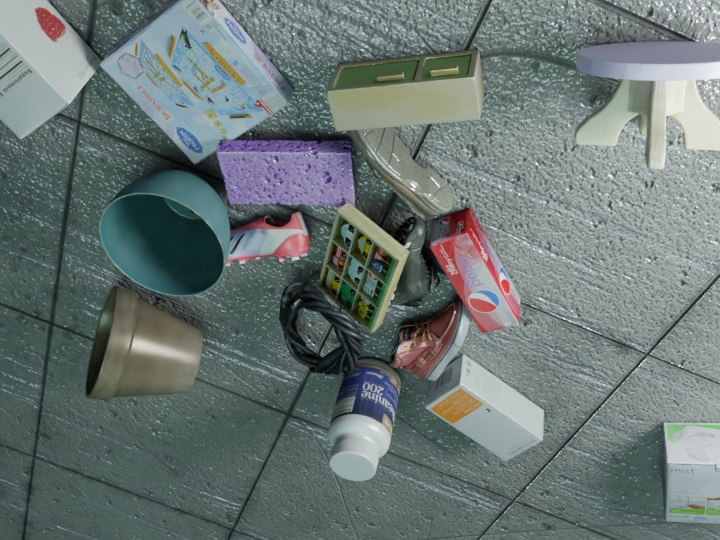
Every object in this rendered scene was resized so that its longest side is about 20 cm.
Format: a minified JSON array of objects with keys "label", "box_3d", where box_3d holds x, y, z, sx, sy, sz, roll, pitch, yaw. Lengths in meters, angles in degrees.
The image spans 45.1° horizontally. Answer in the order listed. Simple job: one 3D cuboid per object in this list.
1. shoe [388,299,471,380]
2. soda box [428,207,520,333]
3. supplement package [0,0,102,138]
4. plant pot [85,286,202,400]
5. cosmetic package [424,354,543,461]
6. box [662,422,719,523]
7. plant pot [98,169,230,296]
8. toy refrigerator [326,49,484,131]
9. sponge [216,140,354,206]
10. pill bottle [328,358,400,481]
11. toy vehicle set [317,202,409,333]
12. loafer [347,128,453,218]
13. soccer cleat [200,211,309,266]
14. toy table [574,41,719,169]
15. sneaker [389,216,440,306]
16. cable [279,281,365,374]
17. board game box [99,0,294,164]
[{"label":"shoe","box_3d":[0.114,0.112,1.459,0.090,0.072,0.201,16,138,-8]},{"label":"soda box","box_3d":[0.181,0.003,1.352,0.069,0.064,0.201,-17,125,27]},{"label":"supplement package","box_3d":[-0.485,-0.311,1.202,0.119,0.122,0.200,-23,122,30]},{"label":"plant pot","box_3d":[-0.384,0.147,1.560,0.172,0.201,0.200,16,136,-23]},{"label":"cosmetic package","box_3d":[0.223,0.249,1.555,0.199,0.072,0.101,34,130,-17]},{"label":"box","box_3d":[0.638,0.360,1.530,0.198,0.097,0.178,-3,130,17]},{"label":"plant pot","box_3d":[-0.286,-0.079,1.350,0.198,0.135,0.202,8,132,8]},{"label":"toy refrigerator","box_3d":[0.060,-0.242,1.156,0.198,0.076,0.070,-1,131,16]},{"label":"sponge","box_3d":[-0.108,-0.144,1.293,0.197,0.030,0.112,1,141,3]},{"label":"pill bottle","box_3d":[0.005,0.265,1.536,0.110,0.201,0.112,7,133,8]},{"label":"toy vehicle set","box_3d":[0.000,0.000,1.366,0.124,0.026,0.201,39,144,16]},{"label":"loafer","box_3d":[0.048,-0.141,1.256,0.200,0.072,0.063,39,136,-24]},{"label":"soccer cleat","box_3d":[-0.174,-0.052,1.406,0.198,0.067,0.077,-3,100,24]},{"label":"toy table","box_3d":[0.361,-0.207,1.053,0.198,0.184,0.118,9,118,23]},{"label":"sneaker","box_3d":[0.088,-0.008,1.365,0.089,0.067,0.201,13,140,-3]},{"label":"cable","box_3d":[-0.066,0.108,1.476,0.162,0.051,0.201,27,141,13]},{"label":"board game box","box_3d":[-0.230,-0.273,1.226,0.198,0.041,0.200,-24,122,31]}]
